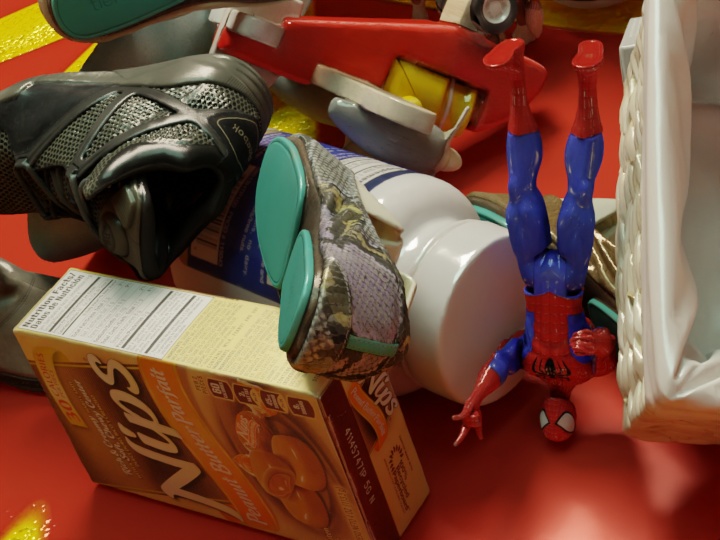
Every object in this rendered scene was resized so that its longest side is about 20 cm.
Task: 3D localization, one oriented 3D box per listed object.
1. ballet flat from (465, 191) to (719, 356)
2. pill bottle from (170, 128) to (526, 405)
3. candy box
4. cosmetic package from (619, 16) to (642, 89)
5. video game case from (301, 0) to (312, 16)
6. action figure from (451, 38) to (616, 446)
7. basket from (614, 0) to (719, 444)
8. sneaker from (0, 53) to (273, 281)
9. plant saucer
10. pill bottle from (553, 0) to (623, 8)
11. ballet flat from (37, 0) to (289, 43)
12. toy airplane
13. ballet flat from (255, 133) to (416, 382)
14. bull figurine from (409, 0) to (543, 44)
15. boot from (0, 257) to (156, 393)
[{"bbox_3d":[0.134,0.001,0.852,0.072,0.068,0.200,-35,41,-15],"label":"ballet flat"},{"bbox_3d":[0.000,0.000,0.875,0.199,0.121,0.120,21,52,41],"label":"pill bottle"},{"bbox_3d":[-0.072,0.071,0.823,0.198,0.116,0.055,9,44,34],"label":"candy box"},{"bbox_3d":[0.249,-0.114,0.906,0.197,0.091,0.107,-6,15,17],"label":"cosmetic package"},{"bbox_3d":[-0.058,-0.235,1.172,0.045,0.182,0.201,23,36,-16],"label":"video game case"},{"bbox_3d":[0.083,0.005,0.756,0.064,0.202,0.099,4,29,21],"label":"action figure"},{"bbox_3d":[0.183,-0.020,0.726,0.134,0.124,0.203,4,73,-2],"label":"basket"},{"bbox_3d":[-0.149,-0.049,0.865,0.197,0.077,0.115,-6,41,20],"label":"sneaker"},{"bbox_3d":[-0.134,-0.086,1.016,0.038,0.202,0.202,28,53,12],"label":"plant saucer"},{"bbox_3d":[0.140,-0.269,1.061,0.111,0.200,0.114,-6,65,14],"label":"pill bottle"},{"bbox_3d":[-0.087,-0.180,0.921,0.197,0.070,0.070,-12,36,-4],"label":"ballet flat"},{"bbox_3d":[-0.005,-0.108,0.995,0.197,0.143,0.200,9,17,26],"label":"toy airplane"},{"bbox_3d":[-0.010,-0.005,0.756,0.071,0.073,0.201,-19,26,1],"label":"ballet flat"},{"bbox_3d":[0.062,-0.215,1.117,0.065,0.122,0.200,-26,37,-10],"label":"bull figurine"},{"bbox_3d":[-0.219,0.006,0.964,0.197,0.132,0.068,-7,38,18],"label":"boot"}]
